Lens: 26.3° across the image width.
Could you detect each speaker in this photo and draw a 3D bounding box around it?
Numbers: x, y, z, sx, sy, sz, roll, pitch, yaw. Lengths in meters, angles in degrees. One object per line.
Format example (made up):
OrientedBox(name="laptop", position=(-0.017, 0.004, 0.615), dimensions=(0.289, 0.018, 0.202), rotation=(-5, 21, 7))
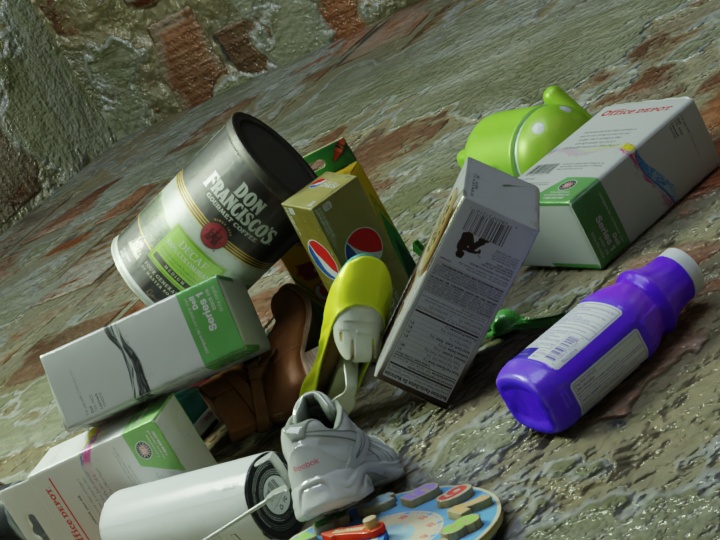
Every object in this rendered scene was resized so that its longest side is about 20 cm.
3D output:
OrientedBox(name="speaker", position=(-0.148, 0.224, 1.421), dimensions=(0.199, 0.081, 0.081), rotation=(-19, 20, 38))

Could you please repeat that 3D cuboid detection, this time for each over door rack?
OrientedBox(name="over door rack", position=(-0.128, 0.263, 1.260), dimensions=(0.200, 0.067, 0.148), rotation=(-47, 8, 26))

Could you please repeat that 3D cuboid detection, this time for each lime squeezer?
OrientedBox(name="lime squeezer", position=(0.132, 0.034, 1.518), dimensions=(0.199, 0.071, 0.038), rotation=(25, 25, 36))

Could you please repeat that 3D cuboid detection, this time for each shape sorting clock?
OrientedBox(name="shape sorting clock", position=(0.014, 0.210, 1.198), dimensions=(0.199, 0.039, 0.200), rotation=(-21, 12, 4))

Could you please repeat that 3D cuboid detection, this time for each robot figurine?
OrientedBox(name="robot figurine", position=(0.198, -0.130, 1.780), dimensions=(0.175, 0.116, 0.200), rotation=(-40, 18, -24))

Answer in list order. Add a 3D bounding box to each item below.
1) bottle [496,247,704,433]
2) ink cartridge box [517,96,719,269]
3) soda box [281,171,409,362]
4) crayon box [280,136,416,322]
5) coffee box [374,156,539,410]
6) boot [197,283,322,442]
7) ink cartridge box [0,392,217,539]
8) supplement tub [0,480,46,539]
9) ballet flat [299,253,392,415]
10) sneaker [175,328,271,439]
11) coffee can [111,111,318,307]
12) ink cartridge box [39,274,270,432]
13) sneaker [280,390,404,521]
OrientedBox(name="bottle", position=(0.208, 0.056, 1.301), dimensions=(0.200, 0.066, 0.083), rotation=(-38, 18, -22))
OrientedBox(name="ink cartridge box", position=(0.256, -0.092, 1.615), dimensions=(0.200, 0.084, 0.145), rotation=(-38, 20, -24))
OrientedBox(name="soda box", position=(0.000, 0.000, 1.595), dimensions=(0.064, 0.201, 0.068), rotation=(-37, 24, -21))
OrientedBox(name="crayon box", position=(-0.028, -0.035, 1.752), dimensions=(0.126, 0.201, 0.051), rotation=(-25, 15, 20))
OrientedBox(name="coffee box", position=(0.091, 0.012, 1.437), dimensions=(0.113, 0.079, 0.201), rotation=(-74, 8, -66))
OrientedBox(name="boot", position=(-0.105, 0.096, 1.661), dimensions=(0.154, 0.074, 0.200), rotation=(-27, 31, -9))
OrientedBox(name="ink cartridge box", position=(-0.249, 0.218, 1.551), dimensions=(0.199, 0.118, 0.067), rotation=(-24, 15, 20))
OrientedBox(name="supplement tub", position=(-0.437, 0.293, 1.692), dimensions=(0.199, 0.107, 0.107), rotation=(-23, 18, 24))
OrientedBox(name="ballet flat", position=(-0.010, 0.080, 1.486), dimensions=(0.066, 0.201, 0.067), rotation=(8, 36, -18))
OrientedBox(name="sneaker", position=(-0.182, 0.103, 1.717), dimensions=(0.084, 0.121, 0.200), rotation=(-51, 0, 40))
OrientedBox(name="coffee can", position=(-0.151, -0.050, 1.670), dimensions=(0.200, 0.146, 0.146), rotation=(-44, 12, 17))
OrientedBox(name="ink cartridge box", position=(-0.205, 0.084, 1.561), dimensions=(0.199, 0.085, 0.146), rotation=(-24, -5, 4))
OrientedBox(name="sneaker", position=(-0.018, 0.147, 1.319), dimensions=(0.078, 0.100, 0.200), rotation=(-21, -4, 9))
